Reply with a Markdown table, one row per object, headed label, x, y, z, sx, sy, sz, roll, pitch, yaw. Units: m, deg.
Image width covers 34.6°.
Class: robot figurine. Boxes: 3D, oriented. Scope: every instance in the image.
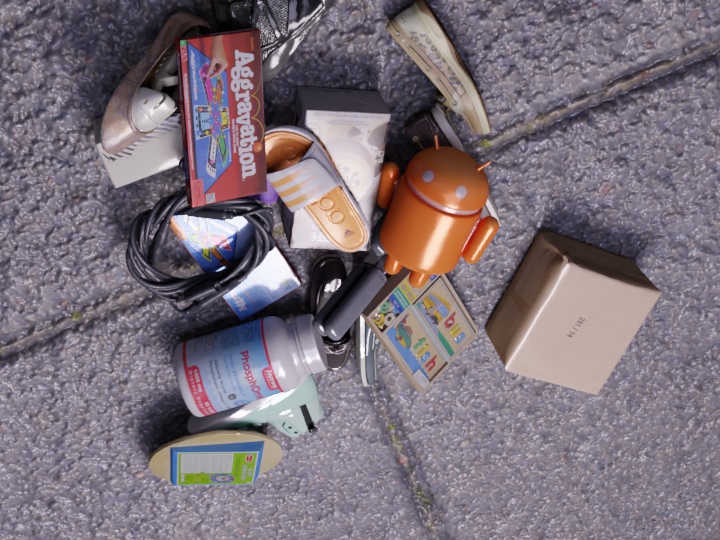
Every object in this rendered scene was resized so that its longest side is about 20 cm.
| label | x | y | z | sx | sy | sz | roll | pitch | yaw |
| --- | --- | --- | --- | --- | --- | --- | --- | --- | --- |
| robot figurine | 0.094 | -0.076 | 1.501 | 0.116 | 0.144 | 0.201 | -1 | 129 | -34 |

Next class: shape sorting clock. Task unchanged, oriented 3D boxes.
| label | x | y | z | sx | sy | sz | roll | pitch | yaw |
| --- | --- | --- | --- | --- | --- | --- | --- | --- | --- |
| shape sorting clock | -0.214 | 0.278 | 1.719 | 0.198 | 0.039 | 0.200 | -3 | 150 | -2 |

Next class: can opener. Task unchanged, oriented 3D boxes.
| label | x | y | z | sx | sy | sz | roll | pitch | yaw |
| --- | --- | --- | --- | --- | --- | --- | --- | --- | --- |
| can opener | 0.000 | 0.000 | 1.578 | 0.200 | 0.053 | 0.067 | -51 | 127 | -18 |

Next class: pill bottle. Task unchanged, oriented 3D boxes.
| label | x | y | z | sx | sy | sz | roll | pitch | yaw |
| --- | --- | --- | --- | --- | --- | --- | --- | --- | --- |
| pill bottle | -0.152 | 0.128 | 1.619 | 0.199 | 0.109 | 0.109 | -17 | 125 | 5 |

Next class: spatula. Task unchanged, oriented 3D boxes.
| label | x | y | z | sx | sy | sz | roll | pitch | yaw |
| --- | --- | --- | --- | --- | --- | --- | --- | --- | --- |
| spatula | -0.163 | -0.124 | 1.472 | 0.200 | 0.020 | 0.057 | 7 | 109 | -59 |

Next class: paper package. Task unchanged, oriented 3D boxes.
| label | x | y | z | sx | sy | sz | roll | pitch | yaw |
| --- | --- | --- | --- | --- | --- | --- | --- | --- | --- |
| paper package | 0.315 | 0.064 | 1.728 | 0.190 | 0.104 | 0.201 | 17 | 115 | -24 |

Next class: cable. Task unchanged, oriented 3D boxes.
| label | x | y | z | sx | sy | sz | roll | pitch | yaw |
| --- | --- | --- | --- | --- | --- | --- | --- | --- | --- |
| cable | -0.206 | -0.039 | 1.515 | 0.199 | 0.051 | 0.164 | -31 | 119 | 8 |

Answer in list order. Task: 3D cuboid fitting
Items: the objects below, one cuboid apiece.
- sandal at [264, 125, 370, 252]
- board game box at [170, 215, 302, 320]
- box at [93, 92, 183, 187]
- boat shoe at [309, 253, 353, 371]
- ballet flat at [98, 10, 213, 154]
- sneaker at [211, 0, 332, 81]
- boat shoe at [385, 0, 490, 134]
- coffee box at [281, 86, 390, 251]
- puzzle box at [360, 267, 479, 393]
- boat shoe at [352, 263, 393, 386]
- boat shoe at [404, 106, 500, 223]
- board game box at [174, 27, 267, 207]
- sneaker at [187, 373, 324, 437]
| label | x | y | z | sx | sy | sz | roll | pitch | yaw |
| --- | --- | --- | --- | --- | --- | --- | --- | --- | --- |
| sandal | -0.053 | -0.094 | 1.450 | 0.079 | 0.059 | 0.207 | -32 | 117 | 17 |
| board game box | -0.171 | -0.028 | 1.575 | 0.103 | 0.019 | 0.200 | -30 | 125 | 3 |
| box | -0.227 | -0.179 | 1.436 | 0.199 | 0.082 | 0.069 | -22 | 123 | -3 |
| boat shoe | -0.042 | 0.073 | 1.660 | 0.066 | 0.057 | 0.201 | -8 | 123 | -10 |
| ballet flat | -0.236 | -0.221 | 1.357 | 0.201 | 0.067 | 0.068 | -63 | 146 | -13 |
| sneaker | -0.103 | -0.330 | 1.376 | 0.114 | 0.076 | 0.200 | 25 | 117 | -34 |
| boat shoe | 0.105 | -0.254 | 1.492 | 0.062 | 0.073 | 0.201 | -29 | 114 | 11 |
| coffee box | -0.035 | -0.131 | 1.518 | 0.112 | 0.080 | 0.201 | 1 | 121 | -14 |
| puzzle box | 0.089 | 0.074 | 1.674 | 0.133 | 0.025 | 0.200 | -46 | 133 | -11 |
| boat shoe | 0.022 | 0.081 | 1.675 | 0.061 | 0.073 | 0.201 | -6 | 118 | -8 |
| boat shoe | 0.129 | -0.131 | 1.573 | 0.059 | 0.072 | 0.200 | -28 | 121 | 10 |
| board game box | -0.163 | -0.181 | 1.370 | 0.102 | 0.019 | 0.201 | -15 | 117 | -29 |
| sneaker | -0.149 | 0.223 | 1.714 | 0.199 | 0.074 | 0.119 | -24 | 122 | -1 |
